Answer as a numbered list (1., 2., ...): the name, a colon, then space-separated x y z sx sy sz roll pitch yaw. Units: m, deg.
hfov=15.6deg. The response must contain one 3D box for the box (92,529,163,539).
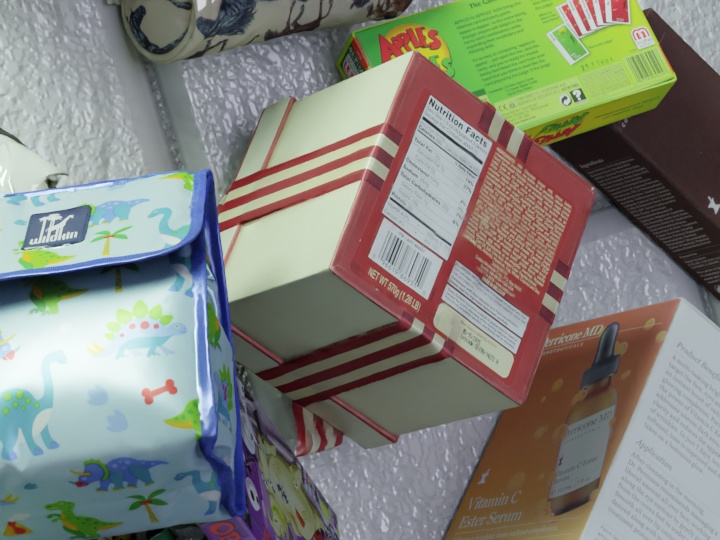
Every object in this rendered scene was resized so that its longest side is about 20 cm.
1. box: -0.176 0.153 1.526 0.159 0.049 0.201 30 65 -26

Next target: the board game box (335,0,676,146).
1. board game box: 0.096 -0.131 1.730 0.199 0.048 0.102 -19 73 -21

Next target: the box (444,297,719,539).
1. box: 0.160 0.137 1.705 0.106 0.152 0.201 38 60 -22

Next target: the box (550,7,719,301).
1. box: 0.229 -0.079 1.848 0.200 0.075 0.100 39 61 -21

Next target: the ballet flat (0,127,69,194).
1. ballet flat: -0.188 -0.028 1.541 0.200 0.068 0.068 49 59 -17

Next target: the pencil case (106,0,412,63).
1. pencil case: -0.058 -0.184 1.659 0.199 0.089 0.078 -15 110 -36

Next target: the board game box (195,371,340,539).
1. board game box: -0.052 0.146 1.540 0.200 0.032 0.120 59 21 -49

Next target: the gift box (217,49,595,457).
1. gift box: 0.000 0.000 1.595 0.184 0.186 0.200 40 60 -22

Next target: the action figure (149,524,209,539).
1. action figure: -0.082 0.230 1.540 0.118 0.054 0.201 -59 144 -42

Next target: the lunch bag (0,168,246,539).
1. lunch bag: -0.156 0.038 1.434 0.169 0.128 0.201 -7 57 3
